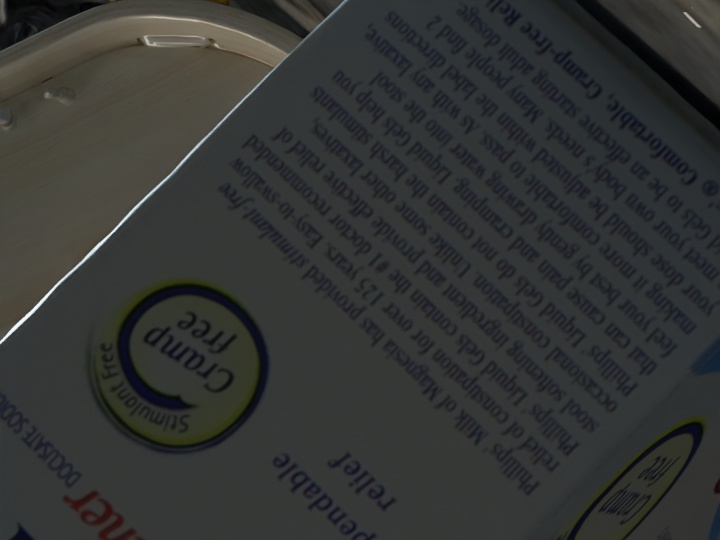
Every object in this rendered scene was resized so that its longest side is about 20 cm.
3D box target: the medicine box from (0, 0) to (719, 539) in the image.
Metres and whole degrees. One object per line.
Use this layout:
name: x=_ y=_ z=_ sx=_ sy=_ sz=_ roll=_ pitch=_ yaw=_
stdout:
medicine box: x=-0.004 y=0.053 z=0.614 sx=0.103 sy=0.200 sz=0.182 roll=43 pitch=175 yaw=17

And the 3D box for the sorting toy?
sorting toy: x=-0.072 y=-0.002 z=0.953 sx=0.180 sy=0.200 sz=0.107 roll=57 pitch=-171 yaw=-63

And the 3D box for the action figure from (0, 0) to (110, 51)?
action figure: x=-0.109 y=-0.062 z=1.057 sx=0.200 sy=0.119 sz=0.102 roll=44 pitch=-140 yaw=-70
